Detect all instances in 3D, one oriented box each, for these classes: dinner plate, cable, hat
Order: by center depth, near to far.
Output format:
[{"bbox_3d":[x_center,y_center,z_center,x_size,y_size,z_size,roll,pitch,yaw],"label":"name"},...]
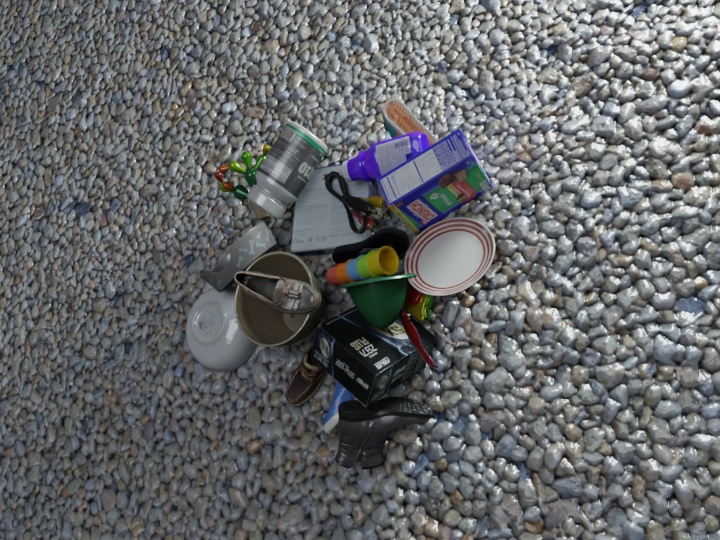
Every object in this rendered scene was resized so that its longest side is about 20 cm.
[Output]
[{"bbox_3d":[0.047,0.105,1.344,0.161,0.200,0.181,-9,88,-2],"label":"hat"},{"bbox_3d":[0.185,-0.026,1.416,0.195,0.024,0.204,-15,48,16],"label":"dinner plate"},{"bbox_3d":[-0.015,-0.145,1.526,0.199,0.050,0.099,35,98,40],"label":"cable"}]

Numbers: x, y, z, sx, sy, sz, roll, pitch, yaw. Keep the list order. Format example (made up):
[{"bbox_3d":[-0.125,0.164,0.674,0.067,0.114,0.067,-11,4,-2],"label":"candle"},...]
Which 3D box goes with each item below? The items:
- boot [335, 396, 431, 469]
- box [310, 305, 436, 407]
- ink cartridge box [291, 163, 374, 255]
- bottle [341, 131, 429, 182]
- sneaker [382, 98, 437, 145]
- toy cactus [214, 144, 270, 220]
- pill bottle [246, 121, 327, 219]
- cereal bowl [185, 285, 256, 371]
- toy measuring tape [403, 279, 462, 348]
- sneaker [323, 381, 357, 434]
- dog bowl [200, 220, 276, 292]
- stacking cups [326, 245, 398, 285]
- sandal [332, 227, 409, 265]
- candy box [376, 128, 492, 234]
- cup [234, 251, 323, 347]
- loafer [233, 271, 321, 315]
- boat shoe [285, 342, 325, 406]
[{"bbox_3d":[0.046,0.333,1.392,0.194,0.070,0.135,0,104,0],"label":"boot"},{"bbox_3d":[0.027,0.153,1.366,0.163,0.198,0.088,37,128,28],"label":"box"},{"bbox_3d":[-0.062,-0.142,1.581,0.192,0.043,0.205,-4,72,24],"label":"ink cartridge box"},{"bbox_3d":[0.054,-0.236,1.473,0.196,0.065,0.086,-12,94,27],"label":"bottle"},{"bbox_3d":[0.118,-0.289,1.525,0.071,0.080,0.202,-34,84,-4],"label":"sneaker"},{"bbox_3d":[-0.260,-0.207,1.676,0.196,0.102,0.169,-18,88,17],"label":"toy cactus"},{"bbox_3d":[-0.171,-0.228,1.572,0.112,0.113,0.202,33,91,28],"label":"pill bottle"},{"bbox_3d":[-0.336,0.132,1.614,0.195,0.083,0.206,-6,75,23],"label":"cereal bowl"},{"bbox_3d":[0.144,0.076,1.412,0.199,0.073,0.074,37,93,28],"label":"toy measuring tape"},{"bbox_3d":[-0.035,0.237,1.446,0.111,0.077,0.201,38,90,22],"label":"sneaker"},{"bbox_3d":[-0.274,-0.028,1.572,0.199,0.200,0.059,-41,94,10],"label":"dog bowl"},{"bbox_3d":[0.000,0.000,1.470,0.198,0.059,0.062,-20,65,51],"label":"stacking cups"},{"bbox_3d":[0.024,-0.036,1.487,0.197,0.076,0.044,-19,41,35],"label":"sandal"},{"bbox_3d":[0.155,-0.178,1.415,0.197,0.169,0.078,-29,64,16],"label":"candy box"},{"bbox_3d":[-0.159,0.076,1.511,0.195,0.143,0.206,-6,74,23],"label":"cup"},{"bbox_3d":[-0.176,0.043,1.411,0.196,0.063,0.074,14,83,27],"label":"loafer"},{"bbox_3d":[-0.107,0.206,1.492,0.072,0.072,0.201,42,96,27],"label":"boat shoe"}]
